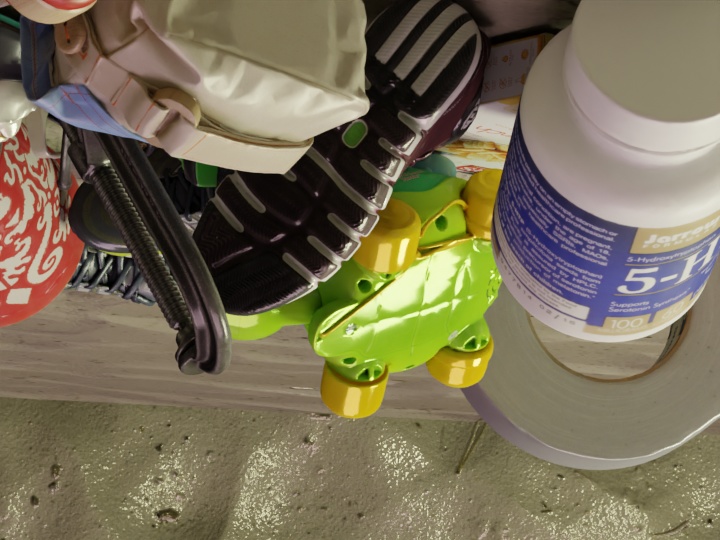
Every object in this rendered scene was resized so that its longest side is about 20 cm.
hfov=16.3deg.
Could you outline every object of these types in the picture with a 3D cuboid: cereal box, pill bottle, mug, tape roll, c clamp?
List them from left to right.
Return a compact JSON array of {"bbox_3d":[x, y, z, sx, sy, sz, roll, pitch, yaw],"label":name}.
[{"bbox_3d":[-0.251,-0.030,1.523,0.133,0.178,0.200,9,167,5],"label":"mug"},{"bbox_3d":[-0.110,-0.023,1.283,0.027,0.200,0.171,-23,152,-16],"label":"c clamp"},{"bbox_3d":[0.089,-0.088,1.419,0.144,0.040,0.200,10,169,-36],"label":"cereal box"},{"bbox_3d":[0.151,0.022,1.576,0.200,0.201,0.066,4,169,-2],"label":"tape roll"},{"bbox_3d":[0.133,-0.059,1.238,0.119,0.120,0.200,4,152,-2],"label":"pill bottle"}]

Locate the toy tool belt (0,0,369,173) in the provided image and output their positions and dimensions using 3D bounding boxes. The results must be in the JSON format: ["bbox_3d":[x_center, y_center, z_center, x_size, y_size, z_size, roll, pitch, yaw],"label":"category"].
[{"bbox_3d":[-0.101,-0.105,1.137,0.200,0.125,0.123,12,159,-39],"label":"toy tool belt"}]

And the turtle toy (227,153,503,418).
[{"bbox_3d":[0.000,0.000,1.427,0.200,0.146,0.101,-14,-136,-31],"label":"turtle toy"}]

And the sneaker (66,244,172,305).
[{"bbox_3d":[-0.173,-0.014,1.702,0.081,0.074,0.200,34,-150,29],"label":"sneaker"}]

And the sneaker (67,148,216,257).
[{"bbox_3d":[-0.087,-0.054,1.542,0.199,0.074,0.081,-13,176,11],"label":"sneaker"}]

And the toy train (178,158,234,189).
[{"bbox_3d":[-0.075,-0.066,1.417,0.056,0.042,0.200,-2,-164,-22],"label":"toy train"}]

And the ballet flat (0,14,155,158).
[{"bbox_3d":[-0.180,-0.098,1.372,0.073,0.073,0.200,-4,168,39],"label":"ballet flat"}]

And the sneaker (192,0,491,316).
[{"bbox_3d":[0.003,-0.053,1.309,0.200,0.076,0.115,-46,167,13],"label":"sneaker"}]
